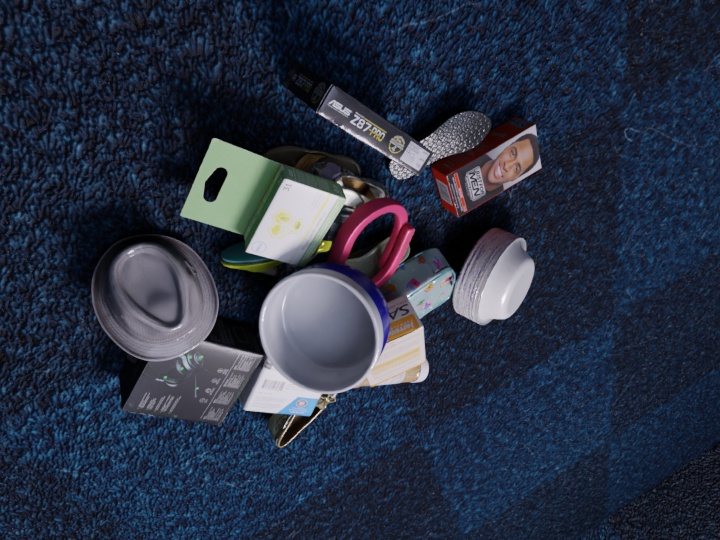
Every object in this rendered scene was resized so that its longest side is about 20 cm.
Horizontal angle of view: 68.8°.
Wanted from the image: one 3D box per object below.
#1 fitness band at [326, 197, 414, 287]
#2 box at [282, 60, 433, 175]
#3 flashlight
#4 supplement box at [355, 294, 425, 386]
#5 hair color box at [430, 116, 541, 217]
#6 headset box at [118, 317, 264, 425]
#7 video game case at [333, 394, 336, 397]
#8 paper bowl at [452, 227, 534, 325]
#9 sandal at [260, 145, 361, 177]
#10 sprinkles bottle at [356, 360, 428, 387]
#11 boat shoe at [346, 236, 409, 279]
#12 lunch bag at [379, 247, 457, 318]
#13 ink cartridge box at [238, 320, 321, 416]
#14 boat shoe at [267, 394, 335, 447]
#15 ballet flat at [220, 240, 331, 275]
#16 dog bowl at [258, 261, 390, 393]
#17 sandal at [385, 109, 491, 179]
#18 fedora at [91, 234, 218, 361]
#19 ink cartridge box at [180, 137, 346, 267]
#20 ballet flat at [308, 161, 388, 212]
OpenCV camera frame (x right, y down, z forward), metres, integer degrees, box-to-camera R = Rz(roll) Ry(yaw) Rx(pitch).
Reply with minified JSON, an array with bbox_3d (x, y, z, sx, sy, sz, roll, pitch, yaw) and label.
[{"bbox_3d":[0.013,-0.035,0.898,0.144,0.037,0.200,-7,134,-36],"label":"fitness band"},{"bbox_3d":[-0.005,-0.228,0.790,0.200,0.161,0.049,23,107,-35],"label":"box"},{"bbox_3d":[-0.112,-0.089,0.853,0.200,0.068,0.068,6,92,-16],"label":"flashlight"},{"bbox_3d":[0.050,0.137,0.988,0.126,0.074,0.200,-23,152,-5],"label":"supplement box"},{"bbox_3d":[0.243,-0.199,1.007,0.200,0.061,0.102,-32,129,-7],"label":"hair color box"},{"bbox_3d":[-0.305,0.168,0.929,0.200,0.093,0.174,21,109,-36],"label":"headset box"},{"bbox_3d":[-0.116,0.193,1.094,0.200,0.023,0.182,6,117,-30],"label":"video game case"},{"bbox_3d":[0.287,0.020,1.099,0.201,0.104,0.201,-36,140,-37],"label":"paper bowl"},{"bbox_3d":[-0.083,-0.158,0.863,0.200,0.054,0.080,-2,121,-27],"label":"sandal"},{"bbox_3d":[0.059,0.218,1.159,0.200,0.068,0.068,4,118,-39],"label":"sprinkles bottle"},{"bbox_3d":[0.000,0.000,1.001,0.201,0.061,0.072,-28,91,-9],"label":"boat shoe"},{"bbox_3d":[0.104,0.050,1.062,0.200,0.077,0.160,-32,151,-3],"label":"lunch bag"},{"bbox_3d":[-0.129,0.169,0.999,0.146,0.086,0.200,16,107,-34],"label":"ink cartridge box"},{"bbox_3d":[-0.107,0.287,1.104,0.200,0.063,0.073,-45,129,4],"label":"boat shoe"},{"bbox_3d":[-0.139,-0.028,0.913,0.200,0.067,0.067,-20,135,-17],"label":"ballet flat"},{"bbox_3d":[-0.056,0.089,0.841,0.200,0.079,0.200,4,105,16],"label":"dog bowl"},{"bbox_3d":[0.135,-0.235,0.942,0.200,0.048,0.075,-25,131,4],"label":"sandal"},{"bbox_3d":[-0.305,0.035,0.786,0.177,0.090,0.200,-24,91,-22],"label":"fedora"},{"bbox_3d":[-0.142,-0.091,0.769,0.200,0.048,0.146,15,127,-31],"label":"ink cartridge box"},{"bbox_3d":[-0.006,-0.123,0.879,0.200,0.072,0.072,12,115,-51],"label":"ballet flat"}]
